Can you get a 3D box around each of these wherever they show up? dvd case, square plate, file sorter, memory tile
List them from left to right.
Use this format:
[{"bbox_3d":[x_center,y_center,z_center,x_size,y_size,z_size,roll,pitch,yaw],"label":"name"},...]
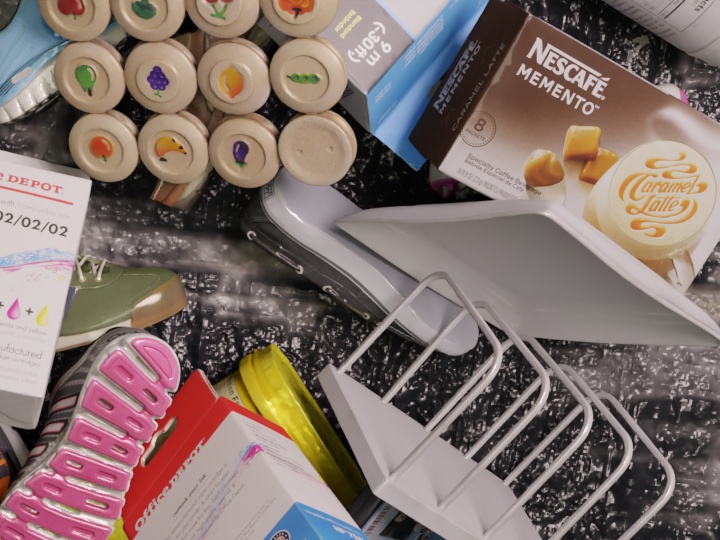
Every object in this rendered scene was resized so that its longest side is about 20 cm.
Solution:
[{"bbox_3d":[-0.105,-0.124,0.870,0.200,0.017,0.154,1,119,13],"label":"memory tile"},{"bbox_3d":[0.006,0.211,0.965,0.018,0.200,0.143,41,97,24],"label":"dvd case"},{"bbox_3d":[0.096,0.113,0.936,0.200,0.139,0.125,36,102,-31],"label":"file sorter"},{"bbox_3d":[0.114,-0.001,0.904,0.200,0.198,0.029,32,71,-36],"label":"square plate"}]

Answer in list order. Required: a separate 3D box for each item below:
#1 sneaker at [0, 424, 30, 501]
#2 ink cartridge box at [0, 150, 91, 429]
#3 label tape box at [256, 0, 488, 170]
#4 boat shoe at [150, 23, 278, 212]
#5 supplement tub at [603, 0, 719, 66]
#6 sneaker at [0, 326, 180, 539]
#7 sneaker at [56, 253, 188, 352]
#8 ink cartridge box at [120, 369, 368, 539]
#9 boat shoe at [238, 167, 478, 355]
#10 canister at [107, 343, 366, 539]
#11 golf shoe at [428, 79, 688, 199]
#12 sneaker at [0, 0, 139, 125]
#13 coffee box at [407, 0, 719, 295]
[{"bbox_3d":[-0.292,0.110,0.905,0.077,0.112,0.200,-24,115,17],"label":"sneaker"},{"bbox_3d":[-0.246,-0.008,0.889,0.115,0.068,0.200,13,61,-12],"label":"ink cartridge box"},{"bbox_3d":[0.017,-0.186,0.895,0.200,0.066,0.143,43,78,-10],"label":"label tape box"},{"bbox_3d":[-0.104,-0.141,0.945,0.074,0.076,0.200,25,89,-4],"label":"boat shoe"},{"bbox_3d":[0.195,-0.243,0.919,0.200,0.132,0.132,29,97,-10],"label":"supplement tub"},{"bbox_3d":[-0.189,0.120,0.920,0.074,0.087,0.200,27,98,-19],"label":"sneaker"},{"bbox_3d":[-0.230,0.010,0.957,0.200,0.067,0.090,-14,107,1],"label":"sneaker"},{"bbox_3d":[-0.080,0.167,0.881,0.067,0.200,0.116,32,99,-40],"label":"ink cartridge box"},{"bbox_3d":[0.000,0.000,0.986,0.200,0.069,0.057,38,130,-17],"label":"boat shoe"},{"bbox_3d":[-0.111,0.167,0.991,0.200,0.087,0.149,-31,101,3],"label":"canister"},{"bbox_3d":[0.137,-0.116,0.969,0.200,0.075,0.092,-15,81,-12],"label":"golf shoe"},{"bbox_3d":[-0.190,-0.187,0.922,0.200,0.078,0.090,-36,98,2],"label":"sneaker"},{"bbox_3d":[0.150,-0.081,0.888,0.200,0.080,0.115,26,103,-20],"label":"coffee box"}]
